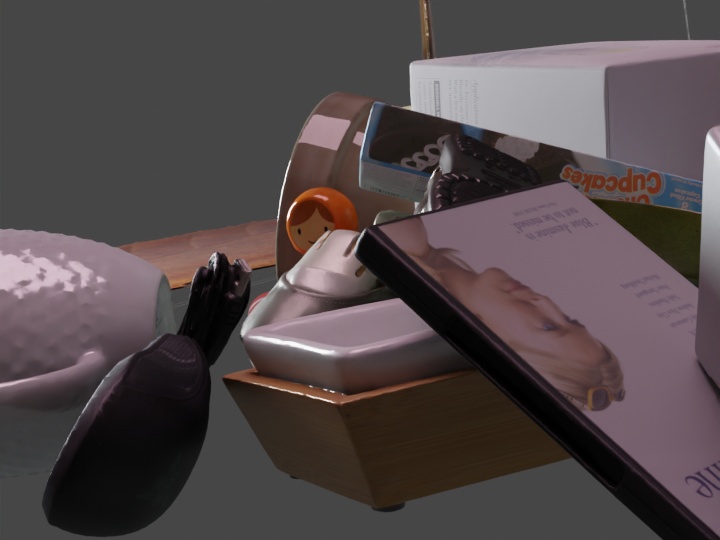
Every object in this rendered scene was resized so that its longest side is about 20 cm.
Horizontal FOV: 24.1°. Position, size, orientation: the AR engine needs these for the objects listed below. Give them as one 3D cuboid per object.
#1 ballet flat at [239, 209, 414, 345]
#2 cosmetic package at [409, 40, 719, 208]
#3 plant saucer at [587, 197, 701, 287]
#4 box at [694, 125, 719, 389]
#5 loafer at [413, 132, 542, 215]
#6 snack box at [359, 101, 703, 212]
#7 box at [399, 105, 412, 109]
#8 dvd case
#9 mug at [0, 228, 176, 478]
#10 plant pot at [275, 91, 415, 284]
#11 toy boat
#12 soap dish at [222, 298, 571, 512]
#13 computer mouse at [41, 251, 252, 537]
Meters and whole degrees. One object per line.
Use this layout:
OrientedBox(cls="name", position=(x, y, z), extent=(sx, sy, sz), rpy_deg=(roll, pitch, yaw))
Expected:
OrientedBox(cls="ballet flat", position=(0.000, 0.000, 0.974), extent=(0.067, 0.064, 0.200), rpy_deg=(16, 20, 33))
OrientedBox(cls="cosmetic package", position=(0.176, -0.102, 1.234), extent=(0.199, 0.123, 0.200), rpy_deg=(-12, 15, -39))
OrientedBox(cls="plant saucer", position=(0.185, 0.002, 0.886), extent=(0.200, 0.031, 0.200), rpy_deg=(14, -4, 1))
OrientedBox(cls="box", position=(0.241, 0.013, 0.605), extent=(0.200, 0.106, 0.152), rpy_deg=(-8, 32, -6))
OrientedBox(cls="loafer", position=(0.057, -0.008, 0.815), extent=(0.073, 0.071, 0.200), rpy_deg=(25, 17, -1))
OrientedBox(cls="snack box", position=(0.099, -0.047, 0.963), extent=(0.200, 0.037, 0.116), rpy_deg=(14, -4, 0))
OrientedBox(cls="box", position=(0.099, -0.068, 1.529), extent=(0.200, 0.176, 0.097), rpy_deg=(-4, 7, 38))
OrientedBox(cls="dvd case", position=(0.109, 0.035, 0.678), extent=(0.200, 0.018, 0.143), rpy_deg=(43, 35, 26))
OrientedBox(cls="mug", position=(-0.200, 0.053, 0.960), extent=(0.175, 0.148, 0.200), rpy_deg=(-2, 11, 1))
OrientedBox(cls="plant pot", position=(0.047, -0.037, 1.396), extent=(0.173, 0.200, 0.200), rpy_deg=(11, 12, 17))
OrientedBox(cls="toy boat", position=(-0.022, 0.006, 1.208), extent=(0.130, 0.131, 0.200), rpy_deg=(-9, 6, -2))
OrientedBox(cls="soap dish", position=(0.050, 0.057, 0.850), extent=(0.200, 0.081, 0.157), rpy_deg=(-11, 6, -24))
OrientedBox(cls="computer mouse", position=(-0.098, 0.075, 0.837), extent=(0.053, 0.139, 0.200), rpy_deg=(28, 15, 2))
